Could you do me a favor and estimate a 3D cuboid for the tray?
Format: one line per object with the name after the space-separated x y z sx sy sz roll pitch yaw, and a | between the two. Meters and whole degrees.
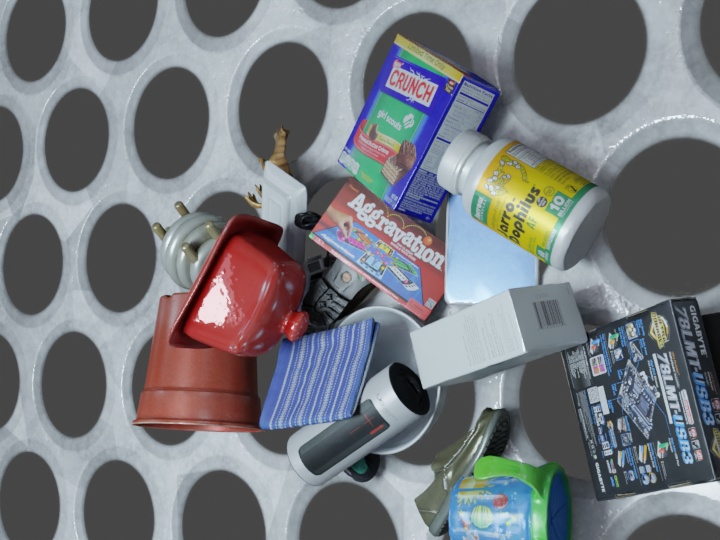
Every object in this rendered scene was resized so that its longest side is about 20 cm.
-0.119 -0.052 1.548 0.107 0.022 0.201 38 134 43 | tray

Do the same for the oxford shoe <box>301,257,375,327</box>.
0.000 0.000 1.485 0.200 0.084 0.073 -41 80 5 | oxford shoe

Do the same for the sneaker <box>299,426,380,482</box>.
-0.044 0.228 1.523 0.200 0.074 0.088 55 148 20 | sneaker

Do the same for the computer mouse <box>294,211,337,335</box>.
-0.065 0.010 1.524 0.044 0.109 0.201 35 116 48 | computer mouse

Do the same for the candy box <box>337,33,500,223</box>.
0.074 -0.193 1.416 0.169 0.077 0.201 44 111 48 | candy box

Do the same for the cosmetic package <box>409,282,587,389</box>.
0.166 0.083 1.302 0.200 0.112 0.082 -32 69 52 | cosmetic package

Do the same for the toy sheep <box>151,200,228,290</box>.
-0.252 -0.032 1.637 0.200 0.137 0.139 36 109 44 | toy sheep

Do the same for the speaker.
-0.003 0.204 1.389 0.200 0.081 0.082 -38 67 27 | speaker

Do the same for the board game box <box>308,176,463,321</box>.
0.037 -0.030 1.431 0.200 0.019 0.103 36 90 9 | board game box

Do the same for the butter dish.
-0.136 0.044 1.413 0.147 0.200 0.200 30 94 15 | butter dish

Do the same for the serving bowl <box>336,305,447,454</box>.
0.042 0.150 1.449 0.199 0.066 0.202 -3 85 37 | serving bowl

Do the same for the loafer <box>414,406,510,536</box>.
0.126 0.255 1.375 0.070 0.075 0.201 37 109 27 | loafer

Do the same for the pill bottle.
0.198 -0.095 1.305 0.200 0.113 0.113 34 107 24 | pill bottle

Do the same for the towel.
-0.061 0.142 1.428 0.199 0.024 0.146 -17 49 47 | towel

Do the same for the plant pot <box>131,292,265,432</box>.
-0.237 0.141 1.589 0.200 0.200 0.197 -6 76 36 | plant pot

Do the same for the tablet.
0.174 -0.054 1.383 0.129 0.014 0.202 0 86 24 | tablet

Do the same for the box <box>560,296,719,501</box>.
0.326 0.152 1.203 0.198 0.049 0.201 -34 64 56 | box

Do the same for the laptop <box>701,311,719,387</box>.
0.402 0.144 1.221 0.200 0.103 0.179 -26 70 59 | laptop

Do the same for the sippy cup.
0.180 0.303 1.280 0.129 0.140 0.179 -2 95 23 | sippy cup

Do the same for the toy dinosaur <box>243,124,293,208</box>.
-0.118 -0.125 1.586 0.106 0.060 0.201 -28 71 30 | toy dinosaur
